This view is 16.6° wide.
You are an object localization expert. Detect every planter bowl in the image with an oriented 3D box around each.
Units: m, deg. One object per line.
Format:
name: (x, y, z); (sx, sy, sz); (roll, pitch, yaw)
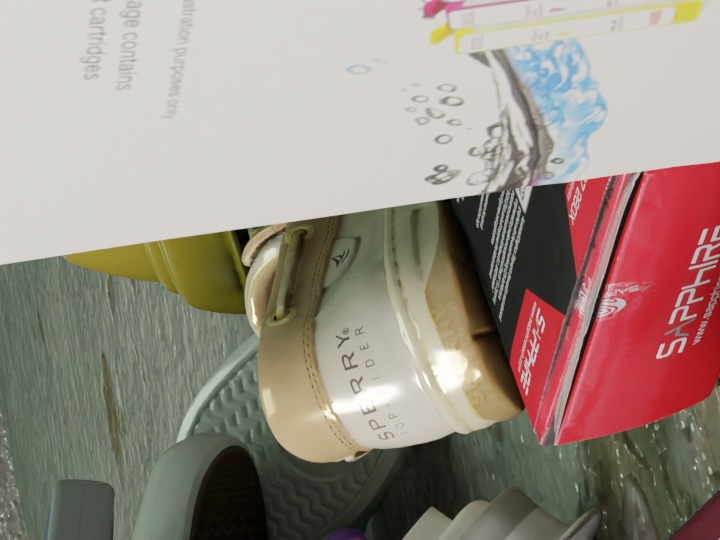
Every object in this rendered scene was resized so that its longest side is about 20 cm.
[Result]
planter bowl: (-0.104, -0.063, 1.038); (0.200, 0.083, 0.201); (-15, -90, -90)

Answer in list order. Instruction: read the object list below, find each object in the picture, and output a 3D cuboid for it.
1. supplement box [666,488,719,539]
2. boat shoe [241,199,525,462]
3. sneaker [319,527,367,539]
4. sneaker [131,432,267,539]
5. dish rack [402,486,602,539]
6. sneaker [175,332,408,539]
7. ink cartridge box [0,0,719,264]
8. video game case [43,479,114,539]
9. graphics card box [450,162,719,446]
supplement box: (0.105, 0.071, 0.391); (0.200, 0.061, 0.109); (115, 143, -67)
boat shoe: (0.000, 0.000, 0.681); (0.200, 0.069, 0.074); (-86, -26, -77)
sneaker: (0.007, 0.151, 0.866); (0.089, 0.080, 0.200); (-61, -23, -19)
sneaker: (-0.086, 0.142, 0.858); (0.073, 0.085, 0.200); (-32, -44, -59)
dish rack: (-0.014, 0.151, 0.691); (0.044, 0.200, 0.172); (36, 154, 14)
sneaker: (-0.023, 0.070, 0.914); (0.201, 0.074, 0.118); (-61, -7, 29)
ink cartridge box: (0.004, -0.106, 0.376); (0.145, 0.200, 0.147); (107, 150, -60)
video game case: (-0.092, 0.193, 0.733); (0.200, 0.022, 0.182); (-93, 8, -58)
graphics card box: (0.040, -0.077, 0.573); (0.126, 0.051, 0.200); (99, 156, -57)
